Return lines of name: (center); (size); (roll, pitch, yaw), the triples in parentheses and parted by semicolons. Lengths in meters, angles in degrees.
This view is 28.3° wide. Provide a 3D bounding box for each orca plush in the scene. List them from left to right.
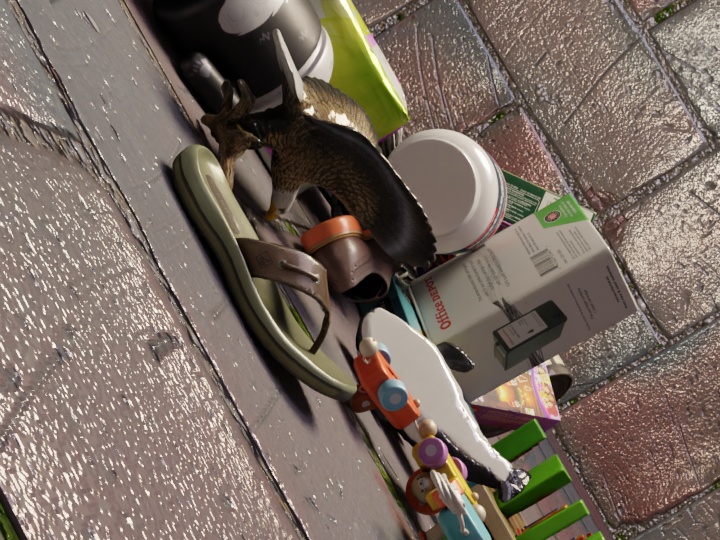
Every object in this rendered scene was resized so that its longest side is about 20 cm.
orca plush: (0.063, 0.125, 1.238); (0.199, 0.105, 0.071); (37, -35, 4)

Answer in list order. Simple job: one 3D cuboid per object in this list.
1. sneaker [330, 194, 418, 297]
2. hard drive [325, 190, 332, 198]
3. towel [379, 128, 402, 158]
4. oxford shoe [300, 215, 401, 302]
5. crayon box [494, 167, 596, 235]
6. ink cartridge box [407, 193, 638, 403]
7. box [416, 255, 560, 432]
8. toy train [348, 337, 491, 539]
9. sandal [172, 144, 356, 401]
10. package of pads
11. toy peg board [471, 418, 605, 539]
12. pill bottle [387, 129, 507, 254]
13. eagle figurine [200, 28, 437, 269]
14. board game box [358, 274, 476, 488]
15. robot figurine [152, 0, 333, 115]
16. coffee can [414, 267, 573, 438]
sneaker: (0.020, -0.007, 1.585); (0.202, 0.075, 0.079); (63, -10, -5)
hard drive: (-0.020, -0.110, 1.774); (0.201, 0.042, 0.136); (54, 9, -42)
towel: (0.026, -0.153, 1.557); (0.201, 0.030, 0.151); (77, -4, -54)
oxford shoe: (0.000, 0.000, 1.374); (0.073, 0.071, 0.200); (67, 17, 12)
crayon box: (0.151, -0.063, 1.619); (0.198, 0.059, 0.173); (25, -11, 2)
ink cartridge box: (0.161, 0.026, 1.457); (0.085, 0.198, 0.146); (59, 6, -26)
box: (0.144, 0.081, 1.620); (0.135, 0.039, 0.202); (13, 51, -35)
toy train: (0.040, 0.148, 1.067); (0.151, 0.055, 0.201); (54, 6, -33)
sandal: (-0.057, -0.002, 0.954); (0.203, 0.057, 0.080); (60, 7, 2)
package of pads: (-0.056, -0.196, 1.394); (0.201, 0.153, 0.068); (58, 7, -8)
toy peg board: (0.191, 0.253, 1.536); (0.202, 0.097, 0.199); (61, 7, 10)
pill bottle: (0.080, -0.076, 1.403); (0.121, 0.119, 0.200); (59, 9, 4)
eagle figurine: (-0.031, -0.092, 1.177); (0.151, 0.197, 0.154); (148, -49, -60)
board game box: (0.062, 0.105, 1.434); (0.152, 0.047, 0.201); (56, 8, -29)
robot figurine: (-0.108, -0.221, 1.273); (0.201, 0.150, 0.125); (53, -8, -36)
coffee can: (0.152, 0.084, 1.763); (0.202, 0.145, 0.146); (62, 7, 24)
